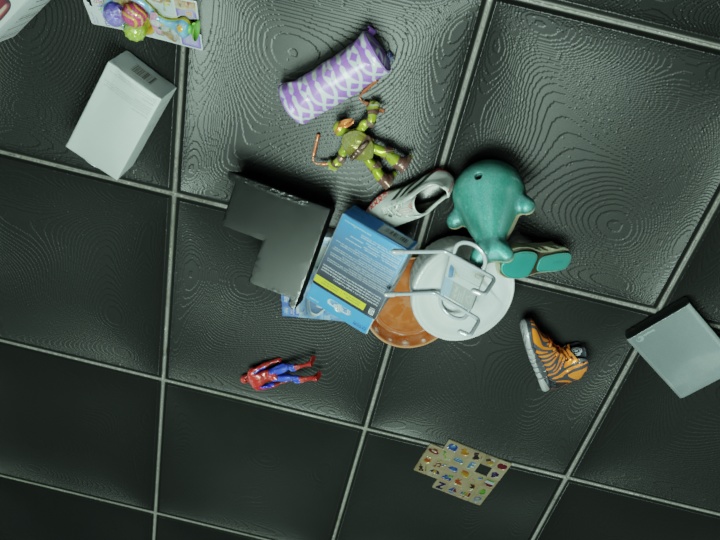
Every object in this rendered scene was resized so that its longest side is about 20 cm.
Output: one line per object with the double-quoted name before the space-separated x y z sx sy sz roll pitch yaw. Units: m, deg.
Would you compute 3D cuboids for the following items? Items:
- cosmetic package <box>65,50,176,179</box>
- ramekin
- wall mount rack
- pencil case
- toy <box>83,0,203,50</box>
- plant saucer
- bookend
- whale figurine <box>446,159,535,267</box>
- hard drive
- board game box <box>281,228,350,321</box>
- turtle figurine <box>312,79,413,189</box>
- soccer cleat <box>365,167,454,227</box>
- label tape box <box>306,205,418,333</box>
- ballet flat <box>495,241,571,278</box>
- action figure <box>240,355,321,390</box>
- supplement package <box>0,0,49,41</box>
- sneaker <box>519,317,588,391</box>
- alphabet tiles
"cosmetic package" -0.437 -0.279 1.223 0.113 0.081 0.200 36 120 -13
"ramekin" 0.185 0.026 1.284 0.201 0.094 0.203 -4 113 -9
"wall mount rack" 0.137 0.025 1.158 0.173 0.075 0.200 29 141 18
"pencil case" -0.045 -0.330 1.138 0.199 0.084 0.086 -27 78 20
"toy" -0.369 -0.417 1.118 0.199 0.047 0.115 10 156 -3
"plant saucer" 0.103 0.062 1.352 0.199 0.032 0.201 -4 112 -9
"bookend" -0.175 -0.059 1.261 0.198 0.092 0.201 20 98 1
"whale figurine" 0.220 -0.105 1.161 0.158 0.201 0.104 -9 147 25
"hard drive" 0.655 0.159 1.360 0.139 0.033 0.200 -38 109 26
"board game box" -0.063 0.010 1.365 0.198 0.043 0.201 4 121 4
"turtle figurine" 0.013 -0.228 1.198 0.161 0.064 0.200 35 119 -13
"soccer cleat" 0.084 -0.121 1.241 0.199 0.085 0.069 -27 114 21
"label tape box" 0.000 0.000 1.270 0.143 0.066 0.200 31 120 9
"ballet flat" 0.304 -0.023 1.230 0.199 0.062 0.068 0 121 -37
"action figure" -0.187 0.234 1.516 0.199 0.052 0.066 -12 113 20
"supplement package" -0.584 -0.478 1.105 0.200 0.110 0.114 -31 112 23
"sneaker" 0.402 0.160 1.381 0.112 0.078 0.200 -20 127 14
"alphabet tiles" 0.240 0.489 1.634 0.199 0.008 0.168 22 122 -5
